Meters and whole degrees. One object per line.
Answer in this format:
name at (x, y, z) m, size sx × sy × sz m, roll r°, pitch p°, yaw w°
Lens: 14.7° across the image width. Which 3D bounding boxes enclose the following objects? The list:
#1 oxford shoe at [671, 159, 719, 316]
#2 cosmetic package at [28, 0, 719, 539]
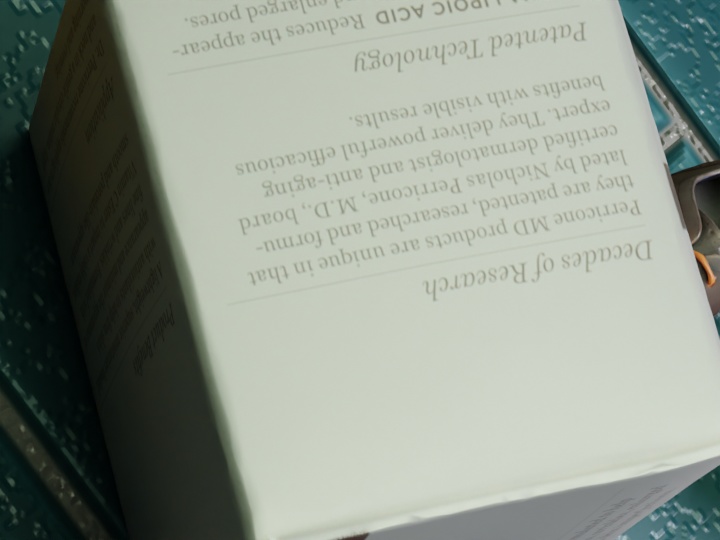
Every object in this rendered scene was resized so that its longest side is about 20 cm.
oxford shoe at (0.097, 0.002, 1.045) m, size 0.200 × 0.072 × 0.071 m, roll -32°, pitch 88°, yaw -37°
cosmetic package at (0.000, 0.000, 0.907) m, size 0.164 × 0.165 × 0.201 m, roll -11°, pitch 75°, yaw -17°
